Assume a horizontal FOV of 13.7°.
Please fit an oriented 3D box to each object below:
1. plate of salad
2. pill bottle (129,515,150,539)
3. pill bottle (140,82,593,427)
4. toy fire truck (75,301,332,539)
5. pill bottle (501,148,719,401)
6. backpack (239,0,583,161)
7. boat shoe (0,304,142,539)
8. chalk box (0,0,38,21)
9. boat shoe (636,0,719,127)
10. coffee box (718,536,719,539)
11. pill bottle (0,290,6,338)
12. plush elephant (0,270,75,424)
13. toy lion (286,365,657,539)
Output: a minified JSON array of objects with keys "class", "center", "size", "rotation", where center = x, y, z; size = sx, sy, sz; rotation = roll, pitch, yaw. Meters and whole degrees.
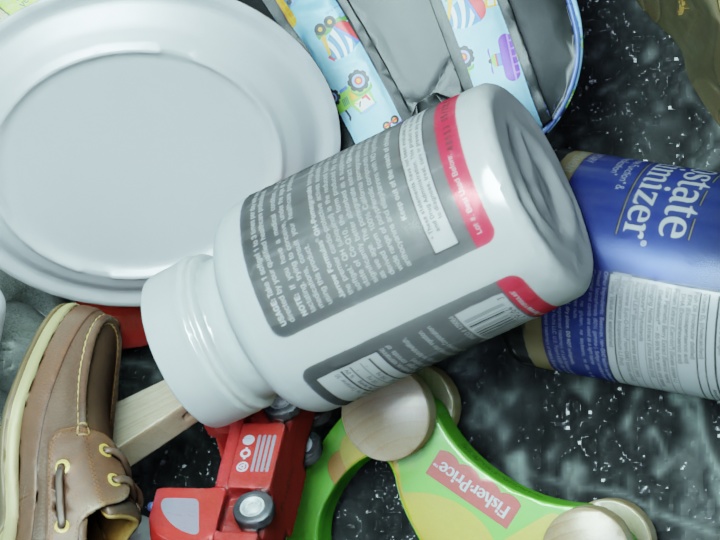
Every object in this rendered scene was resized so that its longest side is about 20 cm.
[{"class":"plate of salad","center":[-0.109,-0.064,1.461],"size":[0.200,0.200,0.048],"rotation":[-19,40,10]},{"class":"pill bottle","center":[-0.151,0.187,1.543],"size":[0.199,0.113,0.113],"rotation":[-10,82,11]},{"class":"pill bottle","center":[0.000,0.000,1.426],"size":[0.200,0.111,0.111],"rotation":[-25,80,18]},{"class":"toy fire truck","center":[-0.089,0.072,1.517],"size":[0.141,0.049,0.200],"rotation":[0,52,18]},{"class":"pill bottle","center":[0.177,0.008,1.475],"size":[0.199,0.112,0.112],"rotation":[10,87,21]},{"class":"backpack","center":[0.025,-0.135,1.522],"size":[0.182,0.135,0.200],"rotation":[-25,81,9]},{"class":"boat shoe","center":[-0.136,0.112,1.440],"size":[0.067,0.072,0.201],"rotation":[1,63,16]},{"class":"chalk box","center":[-0.167,-0.130,1.532],"size":[0.124,0.200,0.124],"rotation":[42,95,13]},{"class":"boat shoe","center":[0.182,-0.155,1.531],"size":[0.067,0.072,0.200],"rotation":[-20,69,-23]},{"class":"coffee box","center":[0.214,0.144,1.420],"size":[0.044,0.200,0.123],"rotation":[19,89,-10]},{"class":"pill bottle","center":[-0.241,0.096,1.445],"size":[0.112,0.112,0.201],"rotation":[17,105,14]},{"class":"plush elephant","center":[-0.224,0.043,1.566],"size":[0.155,0.165,0.200],"rotation":[39,133,-21]},{"class":"toy lion","center":[0.044,0.173,1.532],"size":[0.200,0.069,0.192],"rotation":[35,100,14]}]
